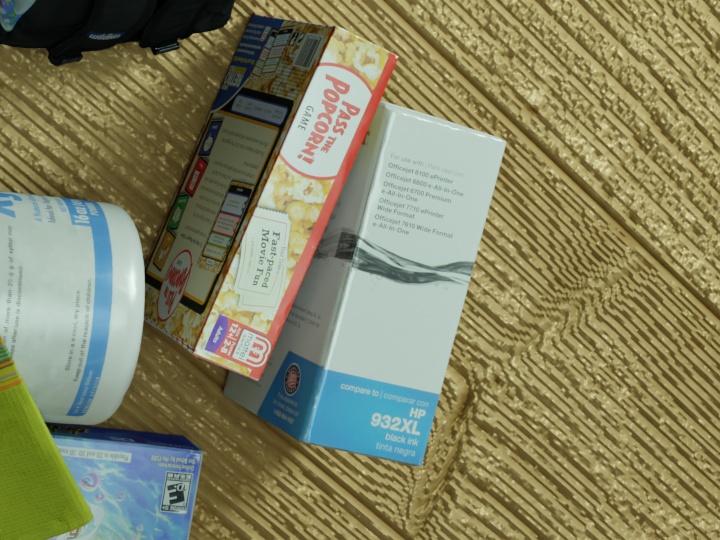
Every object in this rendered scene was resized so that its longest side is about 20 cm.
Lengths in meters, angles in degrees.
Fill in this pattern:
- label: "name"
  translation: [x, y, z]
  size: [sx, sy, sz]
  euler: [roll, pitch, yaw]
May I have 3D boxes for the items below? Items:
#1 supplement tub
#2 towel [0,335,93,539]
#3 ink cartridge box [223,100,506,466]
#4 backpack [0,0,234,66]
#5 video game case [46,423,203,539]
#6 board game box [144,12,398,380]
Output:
- label: "supplement tub"
  translation: [-0.233, 0.017, 1.307]
  size: [0.199, 0.132, 0.132]
  euler: [6, 96, -22]
- label: "towel"
  translation: [-0.218, 0.093, 1.279]
  size: [0.086, 0.018, 0.200]
  euler: [-18, 134, 1]
- label: "ink cartridge box"
  translation: [0.000, 0.000, 1.386]
  size: [0.083, 0.145, 0.201]
  euler: [13, 93, -23]
- label: "backpack"
  translation: [-0.123, -0.202, 1.278]
  size: [0.163, 0.200, 0.154]
  euler: [-6, 90, -19]
- label: "video game case"
  translation: [-0.206, 0.183, 1.390]
  size: [0.199, 0.045, 0.182]
  euler: [8, 97, -22]
- label: "board game box"
  translation: [-0.062, -0.048, 1.352]
  size: [0.046, 0.151, 0.201]
  euler: [24, 90, -22]
